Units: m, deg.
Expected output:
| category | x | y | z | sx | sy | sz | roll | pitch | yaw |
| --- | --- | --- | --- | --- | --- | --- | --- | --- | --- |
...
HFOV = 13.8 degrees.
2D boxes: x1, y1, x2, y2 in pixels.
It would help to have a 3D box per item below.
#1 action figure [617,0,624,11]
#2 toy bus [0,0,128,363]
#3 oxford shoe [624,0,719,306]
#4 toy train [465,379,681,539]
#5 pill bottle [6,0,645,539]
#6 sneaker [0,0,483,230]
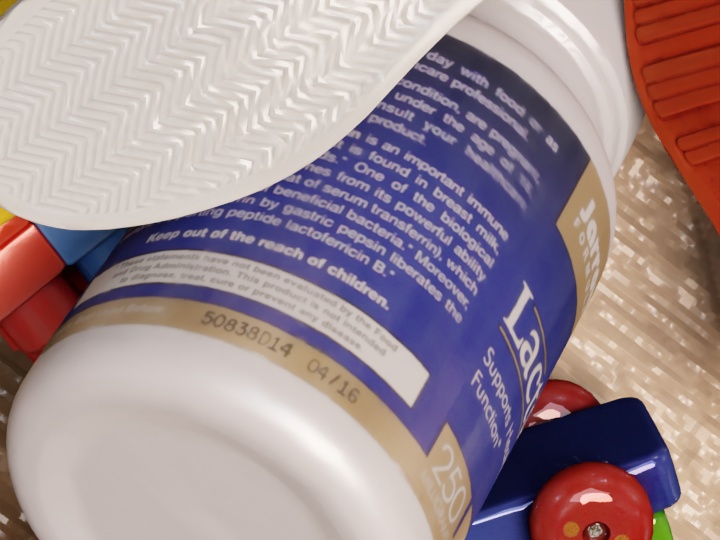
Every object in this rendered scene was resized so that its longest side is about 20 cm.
| category | x | y | z | sx | sy | sz | roll | pitch | yaw |
| --- | --- | --- | --- | --- | --- | --- | --- | --- | --- |
| action figure | 0.084 | -0.101 | 0.851 | 0.055 | 0.118 | 0.200 | -32 | 103 | 19 |
| toy bus | -0.143 | -0.037 | 0.807 | 0.200 | 0.136 | 0.192 | -35 | 108 | -5 |
| oxford shoe | 0.126 | -0.044 | 0.799 | 0.072 | 0.071 | 0.201 | -19 | 99 | -34 |
| toy train | 0.002 | 0.118 | 0.842 | 0.199 | 0.085 | 0.116 | -18 | 107 | 0 |
| pill bottle | 0.000 | 0.000 | 0.783 | 0.116 | 0.116 | 0.200 | 35 | 50 | -5 |
| sneaker | -0.011 | -0.084 | 0.753 | 0.199 | 0.116 | 0.074 | -30 | 106 | 5 |
